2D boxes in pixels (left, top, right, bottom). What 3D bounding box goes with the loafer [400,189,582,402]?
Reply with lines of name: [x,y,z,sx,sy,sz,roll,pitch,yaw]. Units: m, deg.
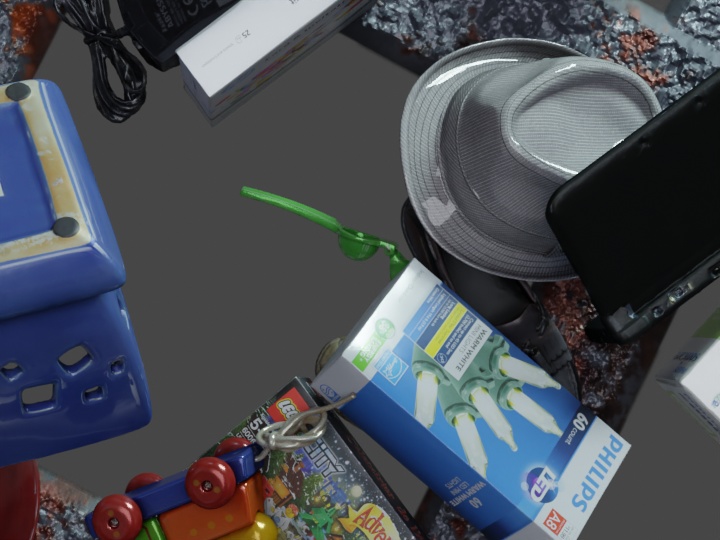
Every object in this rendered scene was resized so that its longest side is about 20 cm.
loafer: [0.093,0.027,1.234,0.072,0.063,0.201,-33,90,-3]

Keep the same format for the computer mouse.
computer mouse: [-0.121,-0.202,1.207,0.199,0.053,0.140,-26,82,31]

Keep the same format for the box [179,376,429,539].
box: [-0.033,0.194,1.202,0.136,0.038,0.201,-40,78,8]

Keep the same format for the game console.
game console: [0.221,-0.051,1.189,0.199,0.176,0.117,-36,90,-3]

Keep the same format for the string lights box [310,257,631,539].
string lights box: [0.076,0.099,1.180,0.200,0.059,0.103,40,55,-3]

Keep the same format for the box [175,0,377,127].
box: [-0.051,-0.166,1.165,0.155,0.200,0.041,-38,91,-4]

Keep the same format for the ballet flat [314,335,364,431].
ballet flat: [0.056,0.112,1.223,0.199,0.046,0.068,37,86,-11]

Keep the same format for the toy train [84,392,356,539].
toy train: [-0.073,0.171,1.156,0.198,0.085,0.117,-22,91,12]

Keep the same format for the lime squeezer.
lime squeezer: [0.000,0.000,1.251,0.070,0.038,0.201,-37,91,27]

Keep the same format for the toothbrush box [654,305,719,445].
toothbrush box: [0.334,0.056,1.236,0.146,0.086,0.200,43,86,-1]

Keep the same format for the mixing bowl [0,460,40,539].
mixing bowl: [-0.325,0.158,1.185,0.198,0.108,0.202,0,88,-2]

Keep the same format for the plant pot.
plant pot: [-0.252,-0.001,1.108,0.198,0.181,0.201,-14,56,-15]

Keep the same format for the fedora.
fedora: [0.135,-0.087,1.196,0.198,0.090,0.179,4,75,-23]
